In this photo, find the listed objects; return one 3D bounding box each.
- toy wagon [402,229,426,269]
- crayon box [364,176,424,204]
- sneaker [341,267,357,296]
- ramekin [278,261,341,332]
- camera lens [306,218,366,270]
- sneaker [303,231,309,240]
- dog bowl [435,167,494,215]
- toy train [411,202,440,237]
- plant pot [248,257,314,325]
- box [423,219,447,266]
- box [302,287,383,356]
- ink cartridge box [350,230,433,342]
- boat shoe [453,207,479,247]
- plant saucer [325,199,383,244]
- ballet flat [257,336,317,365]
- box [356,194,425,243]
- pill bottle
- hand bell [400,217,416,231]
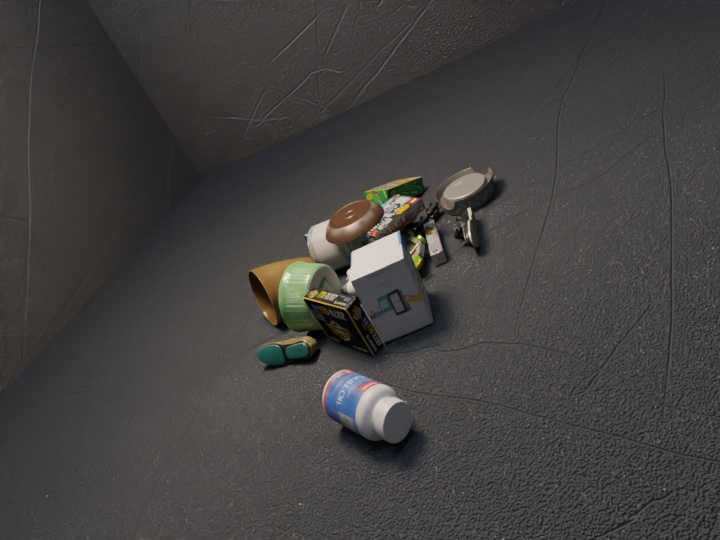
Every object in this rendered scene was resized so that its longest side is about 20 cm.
[{"bbox_3d":[0.131,-0.034,1.612,0.156,0.039,0.200,-52,29,-1],"label":"toy wagon"},{"bbox_3d":[0.121,-0.279,1.967,0.117,0.060,0.198,1,21,46],"label":"crayon box"},{"bbox_3d":[0.000,0.000,1.670,0.078,0.078,0.202,-5,35,21],"label":"sneaker"},{"bbox_3d":[-0.136,0.075,1.577,0.095,0.204,0.202,-2,38,31],"label":"ramekin"},{"bbox_3d":[-0.066,-0.093,1.811,0.195,0.162,0.162,-18,29,22],"label":"camera lens"},{"bbox_3d":[-0.138,-0.119,2.026,0.080,0.078,0.199,-37,29,-17],"label":"sneaker"},{"bbox_3d":[0.338,-0.253,1.771,0.196,0.059,0.202,-24,28,13],"label":"dog bowl"},{"bbox_3d":[0.202,-0.145,1.750,0.033,0.046,0.201,5,47,41],"label":"toy train"},{"bbox_3d":[-0.231,0.043,1.768,0.197,0.191,0.185,-29,24,-24],"label":"plant pot"},{"bbox_3d":[0.219,-0.085,1.636,0.038,0.042,0.202,-23,29,12],"label":"box"},{"bbox_3d":[-0.047,0.129,1.427,0.049,0.162,0.197,-42,30,-26],"label":"box"},{"bbox_3d":[0.078,0.042,1.396,0.143,0.203,0.148,-22,28,12],"label":"ink cartridge box"},{"bbox_3d":[0.296,-0.115,1.571,0.065,0.075,0.201,-22,28,20],"label":"boat shoe"},{"bbox_3d":[-0.026,-0.157,1.672,0.196,0.037,0.202,-22,30,13],"label":"plant saucer"},{"bbox_3d":[-0.201,0.223,1.548,0.196,0.072,0.071,-14,31,32],"label":"ballet flat"},{"bbox_3d":[0.081,-0.154,1.656,0.199,0.041,0.136,-40,30,-21],"label":"box"},{"bbox_3d":[0.015,0.286,1.157,0.112,0.114,0.197,-45,30,-26],"label":"pill bottle"},{"bbox_3d":[0.103,-0.114,1.785,0.102,0.104,0.203,-3,52,43],"label":"hand bell"}]
